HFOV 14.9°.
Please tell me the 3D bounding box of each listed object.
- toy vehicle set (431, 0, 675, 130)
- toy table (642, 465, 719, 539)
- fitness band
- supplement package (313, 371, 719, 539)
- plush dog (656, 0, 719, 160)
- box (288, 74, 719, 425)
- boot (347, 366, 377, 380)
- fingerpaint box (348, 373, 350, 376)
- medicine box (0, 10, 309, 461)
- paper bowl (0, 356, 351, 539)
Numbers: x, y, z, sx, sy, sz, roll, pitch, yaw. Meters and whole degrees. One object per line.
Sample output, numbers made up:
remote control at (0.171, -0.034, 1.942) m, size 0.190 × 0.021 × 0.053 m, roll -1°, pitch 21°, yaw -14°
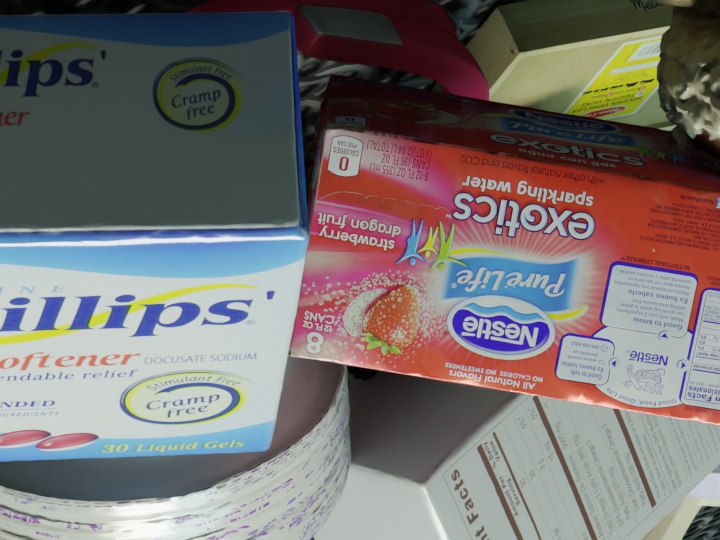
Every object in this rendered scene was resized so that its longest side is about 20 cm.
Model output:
toy vehicle set at (0.127, -0.100, 1.359) m, size 0.199 × 0.027 × 0.124 m, roll -12°, pitch 159°, yaw -31°
toy table at (0.210, 0.110, 1.610) m, size 0.199 × 0.184 × 0.118 m, roll -20°, pitch 136°, yaw -39°
fitness band at (-0.031, -0.065, 1.207) m, size 0.199 × 0.038 × 0.144 m, roll 6°, pitch 137°, yaw -48°
supplement package at (0.077, 0.082, 1.355) m, size 0.200 × 0.118 × 0.117 m, roll -39°, pitch -151°, yaw -28°
plush dog at (0.156, -0.160, 1.061) m, size 0.161 × 0.200 × 0.172 m, roll -52°, pitch -172°, yaw -31°
box at (0.074, -0.009, 1.128) m, size 0.199 × 0.100 × 0.096 m, roll 9°, pitch -164°, yaw -2°
boot at (0.056, -0.021, 1.291) m, size 0.131 × 0.070 × 0.200 m, roll -37°, pitch -174°, yaw -22°
fingerpaint box at (0.016, 0.127, 1.513) m, size 0.073 × 0.201 × 0.167 m, roll -12°, pitch 151°, yaw -1°
medicine box at (-0.120, -0.009, 1.086) m, size 0.181 × 0.103 × 0.200 m, roll -2°, pitch 153°, yaw -7°
paper bowl at (-0.105, 0.052, 1.254) m, size 0.200 × 0.201 × 0.105 m, roll -17°, pitch 126°, yaw -19°
